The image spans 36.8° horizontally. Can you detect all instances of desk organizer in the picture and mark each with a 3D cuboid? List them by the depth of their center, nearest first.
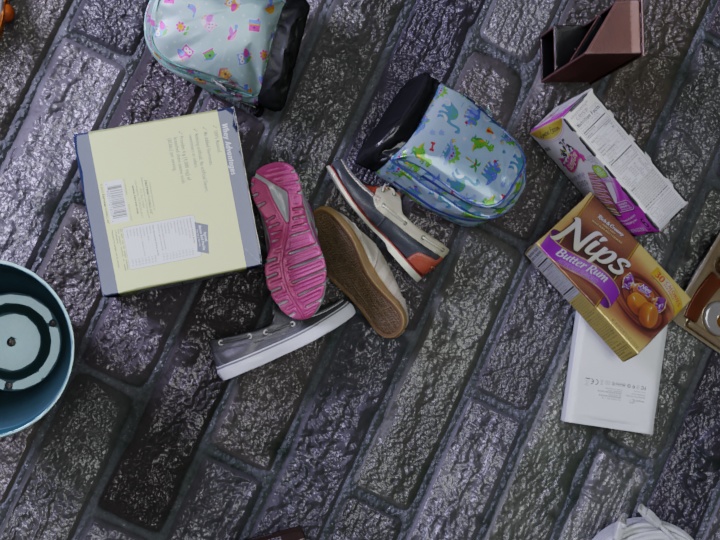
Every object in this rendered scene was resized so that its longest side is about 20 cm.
[{"bbox_3d":[0.299,-0.297,1.421,0.076,0.200,0.073,-2,90,-7],"label":"desk organizer"}]

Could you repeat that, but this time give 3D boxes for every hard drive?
[{"bbox_3d":[0.357,0.118,1.508,0.130,0.026,0.203,9,87,-8],"label":"hard drive"}]

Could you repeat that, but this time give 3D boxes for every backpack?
[{"bbox_3d":[-0.175,-0.303,1.384,0.197,0.127,0.169,16,90,-5],"label":"backpack"},{"bbox_3d":[0.123,-0.147,1.429,0.200,0.153,0.164,44,66,-19],"label":"backpack"}]

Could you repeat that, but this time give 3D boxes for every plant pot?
[{"bbox_3d":[-0.435,0.088,1.304,0.197,0.188,0.203,0,90,-9],"label":"plant pot"}]

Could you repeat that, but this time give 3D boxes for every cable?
[{"bbox_3d":[0.390,0.442,1.486,0.199,0.069,0.201,34,85,-7],"label":"cable"}]

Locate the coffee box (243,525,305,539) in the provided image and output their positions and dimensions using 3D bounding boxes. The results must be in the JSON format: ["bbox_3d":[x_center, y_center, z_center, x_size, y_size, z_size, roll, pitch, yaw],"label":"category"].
[{"bbox_3d":[-0.107,0.448,1.402,0.111,0.080,0.203,-13,91,-8],"label":"coffee box"}]

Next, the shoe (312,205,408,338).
[{"bbox_3d":[0.000,0.000,1.446,0.070,0.053,0.201,-35,87,30],"label":"shoe"}]

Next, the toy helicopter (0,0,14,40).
[{"bbox_3d":[-0.479,-0.368,1.364,0.131,0.079,0.202,31,81,-8],"label":"toy helicopter"}]

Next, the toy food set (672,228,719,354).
[{"bbox_3d":[0.547,0.054,1.522,0.199,0.060,0.145,33,84,-6],"label":"toy food set"}]

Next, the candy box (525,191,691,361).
[{"bbox_3d":[0.334,0.008,1.465,0.116,0.057,0.200,-39,84,-17],"label":"candy box"}]

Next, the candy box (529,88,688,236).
[{"bbox_3d":[0.330,-0.139,1.454,0.061,0.136,0.200,-42,94,-8],"label":"candy box"}]

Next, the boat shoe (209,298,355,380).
[{"bbox_3d":[-0.106,0.074,1.420,0.198,0.070,0.067,-25,94,-1],"label":"boat shoe"}]

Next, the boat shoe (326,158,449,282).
[{"bbox_3d":[0.034,-0.076,1.436,0.062,0.071,0.200,-41,101,6],"label":"boat shoe"}]

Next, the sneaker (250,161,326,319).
[{"bbox_3d":[-0.086,-0.036,1.405,0.080,0.088,0.203,-10,82,5],"label":"sneaker"}]

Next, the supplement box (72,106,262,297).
[{"bbox_3d":[-0.239,-0.082,1.364,0.197,0.134,0.203,-11,91,-9],"label":"supplement box"}]
